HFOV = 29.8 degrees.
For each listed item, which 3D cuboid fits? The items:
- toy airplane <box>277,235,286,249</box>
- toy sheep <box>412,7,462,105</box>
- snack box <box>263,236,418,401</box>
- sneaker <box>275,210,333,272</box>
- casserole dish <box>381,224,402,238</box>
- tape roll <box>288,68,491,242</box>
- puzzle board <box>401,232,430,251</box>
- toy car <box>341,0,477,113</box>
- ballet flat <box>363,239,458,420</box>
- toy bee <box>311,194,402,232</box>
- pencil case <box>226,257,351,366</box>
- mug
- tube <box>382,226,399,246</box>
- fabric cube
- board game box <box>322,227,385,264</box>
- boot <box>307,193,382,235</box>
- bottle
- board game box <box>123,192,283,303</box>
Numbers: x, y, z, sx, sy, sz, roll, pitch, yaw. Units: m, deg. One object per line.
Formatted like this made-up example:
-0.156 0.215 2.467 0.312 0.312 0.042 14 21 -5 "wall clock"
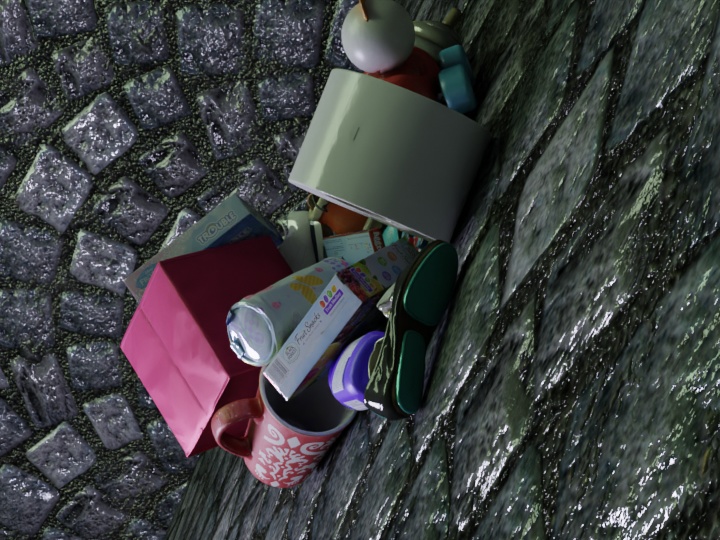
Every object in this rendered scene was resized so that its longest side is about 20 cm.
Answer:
-0.073 0.042 2.064 0.199 0.140 0.202 19 -103 -66 "toy airplane"
0.085 -0.285 1.911 0.201 0.137 0.138 -63 7 -7 "toy sheep"
-0.018 0.058 1.634 0.142 0.053 0.200 -31 -17 -49 "snack box"
-0.080 0.013 1.966 0.076 0.080 0.202 32 -125 -73 "sneaker"
0.044 -0.079 1.954 0.121 0.039 0.201 -152 85 -82 "casserole dish"
0.034 -0.128 1.542 0.203 0.201 0.140 -159 91 -83 "tape roll"
0.083 -0.066 1.722 0.200 0.017 0.152 -84 17 -63 "puzzle board"
0.033 -0.284 1.739 0.177 0.183 0.201 -83 -27 -65 "toy car"
0.044 0.058 1.407 0.068 0.068 0.201 -6 56 44 "ballet flat"
0.041 -0.123 1.790 0.199 0.108 0.132 19 98 52 "toy bee"
-0.082 0.051 1.723 0.200 0.083 0.091 -30 -29 -47 "pencil case"
-0.107 0.193 1.786 0.200 0.176 0.134 115 167 -56 "mug"
0.016 0.011 1.880 0.200 0.050 0.078 122 148 -45 "tube"
-0.183 0.103 1.881 0.195 0.200 0.201 -16 -30 -40 "fabric cube"
0.000 0.000 1.784 0.200 0.019 0.104 176 78 -71 "board game box"
-0.024 -0.094 1.936 0.200 0.106 0.076 -92 26 -76 "boot"
0.003 0.121 1.579 0.084 0.065 0.200 -65 6 -13 "bottle"
-0.220 -0.015 1.946 0.199 0.043 0.199 -38 -15 3 "board game box"
